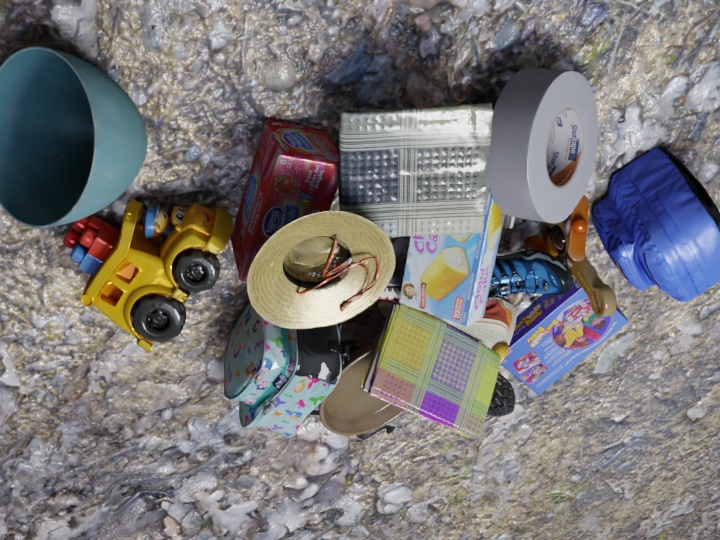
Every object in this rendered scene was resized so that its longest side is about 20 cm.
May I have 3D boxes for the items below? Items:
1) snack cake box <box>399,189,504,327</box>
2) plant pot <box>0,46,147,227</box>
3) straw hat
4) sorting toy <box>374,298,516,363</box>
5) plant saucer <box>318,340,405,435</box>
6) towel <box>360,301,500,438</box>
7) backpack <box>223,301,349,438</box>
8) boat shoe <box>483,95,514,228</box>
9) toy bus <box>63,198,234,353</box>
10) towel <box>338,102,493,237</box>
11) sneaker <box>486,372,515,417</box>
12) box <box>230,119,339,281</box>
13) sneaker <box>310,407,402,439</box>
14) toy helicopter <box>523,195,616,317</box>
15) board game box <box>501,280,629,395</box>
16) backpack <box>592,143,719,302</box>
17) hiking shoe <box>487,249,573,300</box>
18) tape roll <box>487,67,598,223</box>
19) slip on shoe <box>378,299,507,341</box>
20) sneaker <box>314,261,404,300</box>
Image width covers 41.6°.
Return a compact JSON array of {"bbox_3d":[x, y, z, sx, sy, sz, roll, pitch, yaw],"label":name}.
[{"bbox_3d":[0.131,-0.037,1.337,0.067,0.114,0.203,-22,125,-58],"label":"snack cake box"},{"bbox_3d":[-0.333,-0.154,1.124,0.201,0.200,0.134,-54,157,23],"label":"plant pot"},{"bbox_3d":[-0.061,-0.021,1.220,0.199,0.085,0.203,-13,133,-14],"label":"straw hat"},{"bbox_3d":[0.124,0.113,1.510,0.179,0.107,0.201,30,114,-11],"label":"sorting toy"},{"bbox_3d":[0.023,0.174,1.448,0.198,0.030,0.201,-20,139,-18],"label":"plant saucer"},{"bbox_3d":[0.106,0.145,1.382,0.198,0.023,0.145,25,71,-16],"label":"towel"},{"bbox_3d":[-0.120,0.140,1.391,0.149,0.179,0.201,13,131,-21],"label":"backpack"},{"bbox_3d":[0.198,-0.155,1.346,0.056,0.067,0.202,2,121,5],"label":"boat shoe"},{"bbox_3d":[-0.290,-0.025,1.263,0.191,0.136,0.200,35,109,-16],"label":"toy bus"},{"bbox_3d":[0.070,-0.126,1.212,0.197,0.035,0.194,-2,126,-3],"label":"towel"},{"bbox_3d":[0.140,0.187,1.455,0.198,0.077,0.087,11,158,-22],"label":"sneaker"},{"bbox_3d":[-0.103,-0.087,1.276,0.094,0.100,0.202,8,123,-22],"label":"box"},{"bbox_3d":[-0.013,0.234,1.553,0.198,0.074,0.088,3,118,-24],"label":"sneaker"},{"bbox_3d":[0.321,-0.019,1.388,0.078,0.201,0.133,-11,139,-17],"label":"toy helicopter"},{"bbox_3d":[0.328,0.104,1.578,0.200,0.045,0.134,-42,126,15],"label":"board game box"},{"bbox_3d":[0.454,-0.048,1.407,0.167,0.201,0.162,-38,127,12],"label":"backpack"},{"bbox_3d":[0.212,0.016,1.393,0.198,0.087,0.075,9,137,30],"label":"hiking shoe"},{"bbox_3d":[0.246,-0.168,1.272,0.199,0.066,0.203,-18,114,-48],"label":"tape roll"},{"bbox_3d":[0.126,0.062,1.434,0.197,0.062,0.074,6,152,12],"label":"slip on shoe"},{"bbox_3d":[0.000,0.000,1.390,0.198,0.080,0.076,9,92,-31],"label":"sneaker"}]
